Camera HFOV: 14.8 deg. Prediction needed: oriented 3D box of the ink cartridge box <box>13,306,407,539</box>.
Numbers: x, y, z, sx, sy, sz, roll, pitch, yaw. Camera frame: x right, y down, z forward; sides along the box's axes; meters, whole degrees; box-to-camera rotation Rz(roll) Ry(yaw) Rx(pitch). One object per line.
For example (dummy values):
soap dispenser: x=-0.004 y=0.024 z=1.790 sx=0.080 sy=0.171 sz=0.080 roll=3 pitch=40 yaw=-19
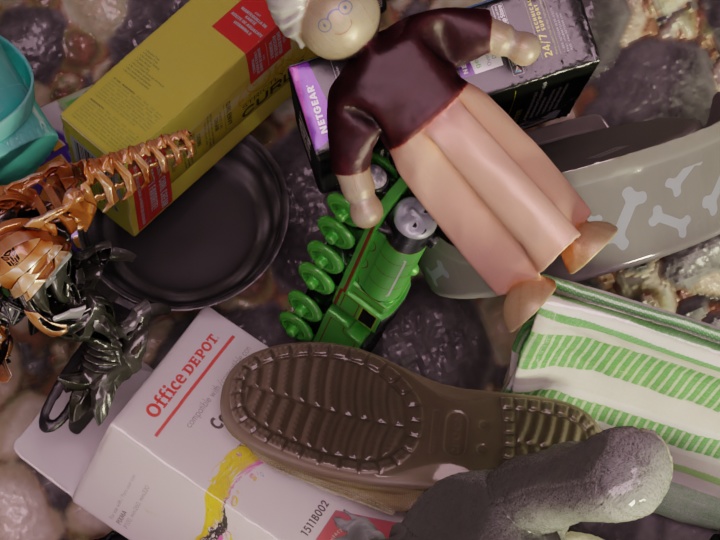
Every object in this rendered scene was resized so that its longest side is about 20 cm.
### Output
ink cartridge box: x=-0.068 y=0.100 z=1.451 sx=0.199 sy=0.068 sz=0.117 roll=33 pitch=41 yaw=3

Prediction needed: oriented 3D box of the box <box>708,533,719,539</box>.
box: x=0.183 y=0.257 z=1.437 sx=0.148 sy=0.124 sz=0.200 roll=40 pitch=85 yaw=4

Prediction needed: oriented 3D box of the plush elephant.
plush elephant: x=0.089 y=0.174 z=1.328 sx=0.155 sy=0.199 sz=0.165 roll=36 pitch=71 yaw=-30

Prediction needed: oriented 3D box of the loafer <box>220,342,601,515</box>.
loafer: x=0.024 y=0.093 z=1.416 sx=0.199 sy=0.068 sz=0.076 roll=13 pitch=59 yaw=3

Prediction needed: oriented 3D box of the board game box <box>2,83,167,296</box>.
board game box: x=-0.196 y=-0.028 z=1.514 sx=0.199 sy=0.030 sz=0.096 roll=-23 pitch=85 yaw=-5

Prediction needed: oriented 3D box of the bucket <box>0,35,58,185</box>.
bucket: x=-0.262 y=-0.070 z=1.411 sx=0.207 sy=0.207 sz=0.135 roll=-38 pitch=89 yaw=-4

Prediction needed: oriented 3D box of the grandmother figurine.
grandmother figurine: x=0.034 y=-0.074 z=1.304 sx=0.121 sy=0.061 sz=0.200 roll=-44 pitch=94 yaw=-9

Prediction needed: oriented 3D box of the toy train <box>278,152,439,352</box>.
toy train: x=0.000 y=0.000 z=1.427 sx=0.056 sy=0.200 sz=0.042 roll=37 pitch=66 yaw=5

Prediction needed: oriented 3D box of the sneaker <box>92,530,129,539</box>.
sneaker: x=-0.095 y=0.217 z=1.464 sx=0.114 sy=0.075 sz=0.200 roll=-41 pitch=86 yaw=-4

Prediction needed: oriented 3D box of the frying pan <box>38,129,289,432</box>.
frying pan: x=-0.099 y=0.006 z=1.461 sx=0.114 sy=0.031 sz=0.191 roll=5 pitch=67 yaw=5

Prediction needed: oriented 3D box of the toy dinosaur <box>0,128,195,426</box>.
toy dinosaur: x=-0.165 y=0.004 z=1.372 sx=0.199 sy=0.136 sz=0.103 roll=-20 pitch=54 yaw=18

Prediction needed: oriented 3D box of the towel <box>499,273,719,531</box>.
towel: x=0.143 y=0.074 z=1.420 sx=0.152 sy=0.200 sz=0.024 roll=16 pitch=61 yaw=2

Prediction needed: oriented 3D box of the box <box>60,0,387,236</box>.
box: x=-0.070 y=-0.112 z=1.466 sx=0.050 sy=0.075 sz=0.200 roll=39 pitch=66 yaw=21

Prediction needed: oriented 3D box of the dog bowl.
dog bowl: x=0.113 y=-0.038 z=1.435 sx=0.199 sy=0.200 sz=0.059 roll=-16 pitch=99 yaw=-2

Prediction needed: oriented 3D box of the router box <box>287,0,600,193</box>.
router box: x=0.040 y=-0.093 z=1.431 sx=0.148 sy=0.200 sz=0.051 roll=-18 pitch=86 yaw=-2
